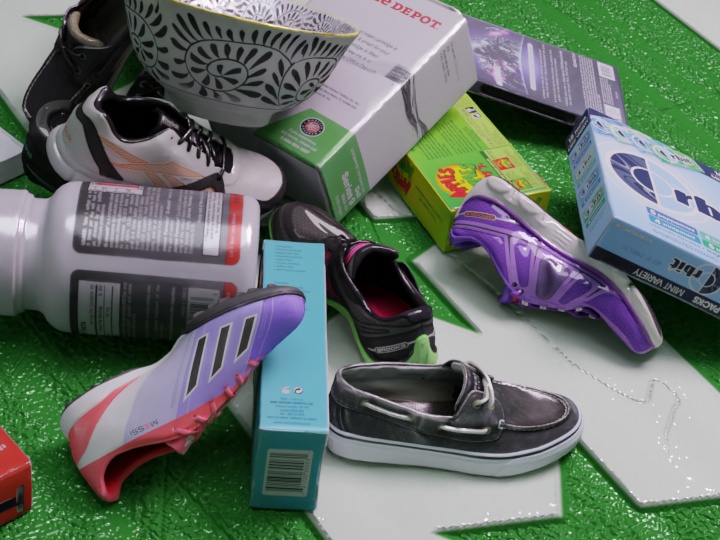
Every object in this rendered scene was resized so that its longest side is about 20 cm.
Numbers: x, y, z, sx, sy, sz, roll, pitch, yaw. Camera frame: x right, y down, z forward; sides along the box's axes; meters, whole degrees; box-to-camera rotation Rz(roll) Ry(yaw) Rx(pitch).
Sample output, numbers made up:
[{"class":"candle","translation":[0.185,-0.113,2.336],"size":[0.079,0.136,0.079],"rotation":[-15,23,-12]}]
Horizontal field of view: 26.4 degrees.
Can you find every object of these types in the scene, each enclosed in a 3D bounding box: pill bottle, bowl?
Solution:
[{"class":"pill bottle","translation":[-0.179,-0.008,1.167],"size":[0.199,0.116,0.116],"rotation":[5,40,-5]},{"class":"bowl","translation":[-0.107,-0.173,1.243],"size":[0.200,0.095,0.201],"rotation":[13,15,-3]}]

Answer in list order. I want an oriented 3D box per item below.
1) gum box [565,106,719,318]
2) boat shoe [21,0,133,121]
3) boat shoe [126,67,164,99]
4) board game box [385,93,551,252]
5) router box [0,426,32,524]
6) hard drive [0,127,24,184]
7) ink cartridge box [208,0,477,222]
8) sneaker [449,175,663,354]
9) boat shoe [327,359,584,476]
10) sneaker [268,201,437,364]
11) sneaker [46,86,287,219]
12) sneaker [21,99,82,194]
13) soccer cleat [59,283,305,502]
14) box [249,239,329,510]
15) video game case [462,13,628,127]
[{"class":"gum box","translation":[0.262,-0.044,1.287],"size":[0.169,0.045,0.200],"rotation":[24,28,-12]},{"class":"boat shoe","translation":[-0.232,-0.202,1.336],"size":[0.072,0.200,0.065],"rotation":[53,16,19]},{"class":"boat shoe","translation":[-0.183,-0.154,1.384],"size":[0.068,0.057,0.200],"rotation":[13,40,4]},{"class":"board game box","translation":[0.075,-0.104,1.383],"size":[0.101,0.048,0.200],"rotation":[-13,44,-23]},{"class":"router box","translation":[-0.349,0.123,1.033],"size":[0.179,0.049,0.200],"rotation":[-26,51,-35]},{"class":"hard drive","translation":[-0.399,-0.120,1.328],"size":[0.200,0.026,0.132],"rotation":[35,46,27]},{"class":"ink cartridge box","translation":[-0.014,-0.157,1.343],"size":[0.146,0.084,0.200],"rotation":[31,66,32]},{"class":"sneaker","translation":[0.160,0.008,1.262],"size":[0.200,0.084,0.081],"rotation":[37,2,15]},{"class":"boat shoe","translation":[0.072,0.102,1.120],"size":[0.199,0.071,0.072],"rotation":[-1,41,-12]},{"class":"sneaker","translation":[0.000,0.000,1.217],"size":[0.077,0.084,0.200],"rotation":[-21,49,-32]},{"class":"sneaker","translation":[-0.141,-0.088,1.212],"size":[0.199,0.080,0.074],"rotation":[11,52,-30]},{"class":"sneaker","translation":[-0.187,-0.074,1.279],"size":[0.199,0.079,0.076],"rotation":[25,47,-15]},{"class":"soccer cleat","translation":[-0.114,0.083,1.056],"size":[0.200,0.068,0.073],"rotation":[-33,62,10]},{"class":"box","translation":[-0.053,0.072,1.124],"size":[0.049,0.083,0.200],"rotation":[4,40,-6]},{"class":"video game case","translation":[0.159,-0.192,1.484],"size":[0.199,0.019,0.143],"rotation":[17,32,-7]}]
